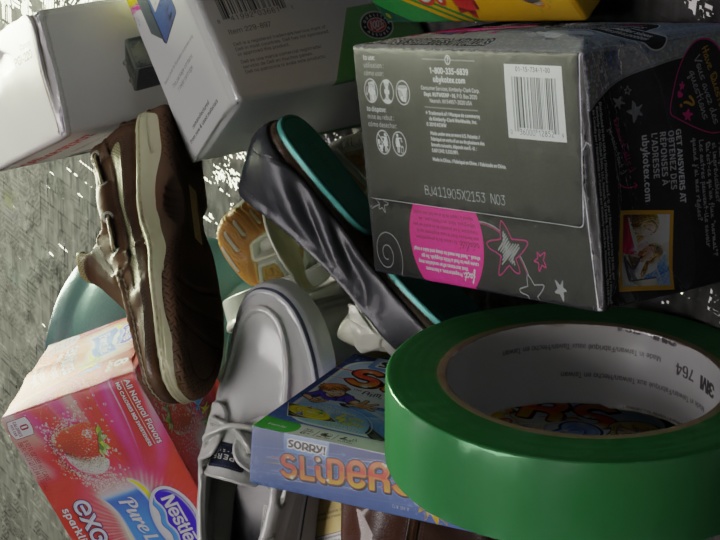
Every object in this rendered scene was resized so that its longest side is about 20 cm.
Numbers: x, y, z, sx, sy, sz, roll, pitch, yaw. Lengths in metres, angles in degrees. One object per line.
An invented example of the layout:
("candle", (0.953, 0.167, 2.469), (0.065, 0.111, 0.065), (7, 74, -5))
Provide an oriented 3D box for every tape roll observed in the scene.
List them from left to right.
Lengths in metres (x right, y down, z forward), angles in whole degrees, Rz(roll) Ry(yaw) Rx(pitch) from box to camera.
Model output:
("tape roll", (0.111, 0.073, 1.019), (0.200, 0.199, 0.049), (27, 122, 52))

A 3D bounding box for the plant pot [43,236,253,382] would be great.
("plant pot", (-0.096, 0.068, 1.382), (0.134, 0.200, 0.202), (-6, 97, 41))

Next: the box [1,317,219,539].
("box", (-0.124, 0.135, 1.273), (0.099, 0.096, 0.201), (-19, 111, 19))

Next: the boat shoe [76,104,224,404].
("boat shoe", (-0.130, -0.002, 1.221), (0.075, 0.074, 0.203), (55, -158, -48))

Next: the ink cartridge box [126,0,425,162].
("ink cartridge box", (-0.065, -0.183, 1.259), (0.201, 0.145, 0.088), (67, 150, 14))

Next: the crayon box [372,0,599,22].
("crayon box", (0.054, -0.193, 1.081), (0.199, 0.051, 0.127), (7, 144, 52))

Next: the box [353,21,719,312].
("box", (0.100, -0.063, 1.069), (0.199, 0.114, 0.133), (10, 109, 55))

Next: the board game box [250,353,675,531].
("board game box", (0.059, 0.096, 1.093), (0.199, 0.135, 0.035), (10, 108, 21))

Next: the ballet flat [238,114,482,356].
("ballet flat", (0.000, 0.000, 1.180), (0.200, 0.073, 0.073), (48, 142, 11))

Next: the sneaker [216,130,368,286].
("sneaker", (-0.001, -0.056, 1.277), (0.199, 0.088, 0.076), (-17, 109, 37))

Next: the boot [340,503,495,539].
("boot", (-0.016, 0.194, 1.161), (0.064, 0.185, 0.202), (-97, 13, -79))

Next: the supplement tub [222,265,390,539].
("supplement tub", (-0.001, 0.099, 1.264), (0.145, 0.145, 0.201), (-22, 83, 59))

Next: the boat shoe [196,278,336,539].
("boat shoe", (-0.059, 0.107, 1.177), (0.073, 0.065, 0.202), (5, 99, 35))

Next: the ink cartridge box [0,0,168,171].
("ink cartridge box", (-0.144, -0.132, 1.353), (0.145, 0.199, 0.085), (-15, 88, 59))
